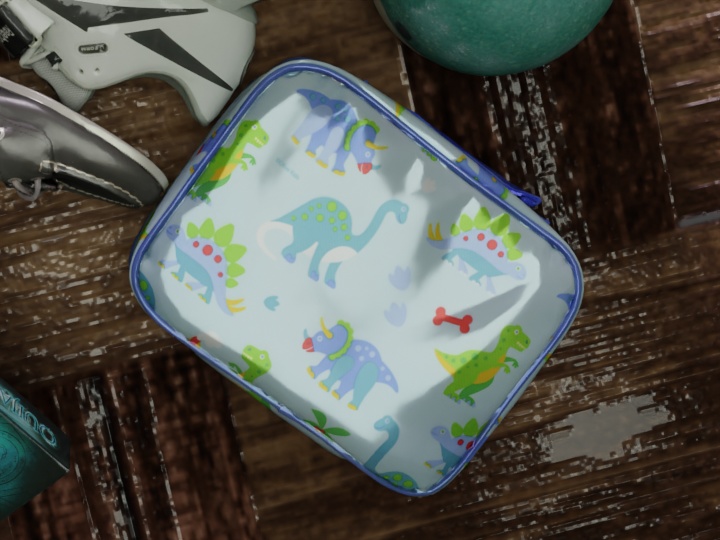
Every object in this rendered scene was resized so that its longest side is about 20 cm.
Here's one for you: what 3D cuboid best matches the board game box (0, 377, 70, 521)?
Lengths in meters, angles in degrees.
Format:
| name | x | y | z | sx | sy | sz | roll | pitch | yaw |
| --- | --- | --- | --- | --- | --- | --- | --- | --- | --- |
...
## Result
| name | x | y | z | sx | sy | sz | roll | pitch | yaw |
| --- | --- | --- | --- | --- | --- | --- | --- | --- | --- |
| board game box | -0.250 | 0.099 | 0.793 | 0.200 | 0.028 | 0.135 | -37 | 120 | 14 |

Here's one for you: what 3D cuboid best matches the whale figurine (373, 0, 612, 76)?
| name | x | y | z | sx | sy | sz | roll | pitch | yaw |
| --- | --- | --- | --- | --- | --- | --- | --- | --- | --- |
| whale figurine | 0.053 | -0.186 | 0.827 | 0.159 | 0.104 | 0.201 | -32 | 115 | -11 |

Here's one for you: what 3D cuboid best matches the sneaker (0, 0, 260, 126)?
| name | x | y | z | sx | sy | sz | roll | pitch | yaw |
| --- | --- | --- | --- | --- | --- | --- | --- | --- | --- |
| sneaker | -0.148 | -0.125 | 0.840 | 0.199 | 0.074 | 0.089 | 18 | 91 | -8 |

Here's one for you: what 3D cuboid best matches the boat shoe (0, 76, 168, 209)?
| name | x | y | z | sx | sy | sz | roll | pitch | yaw |
| --- | --- | --- | --- | --- | --- | --- | --- | --- | --- |
| boat shoe | -0.190 | -0.069 | 0.842 | 0.199 | 0.067 | 0.057 | 29 | 79 | -2 |

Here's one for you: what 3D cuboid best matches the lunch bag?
| name | x | y | z | sx | sy | sz | roll | pitch | yaw |
| --- | --- | --- | --- | --- | --- | --- | --- | --- | --- |
| lunch bag | 0.000 | 0.000 | 0.866 | 0.200 | 0.082 | 0.161 | 36 | 91 | -9 |
